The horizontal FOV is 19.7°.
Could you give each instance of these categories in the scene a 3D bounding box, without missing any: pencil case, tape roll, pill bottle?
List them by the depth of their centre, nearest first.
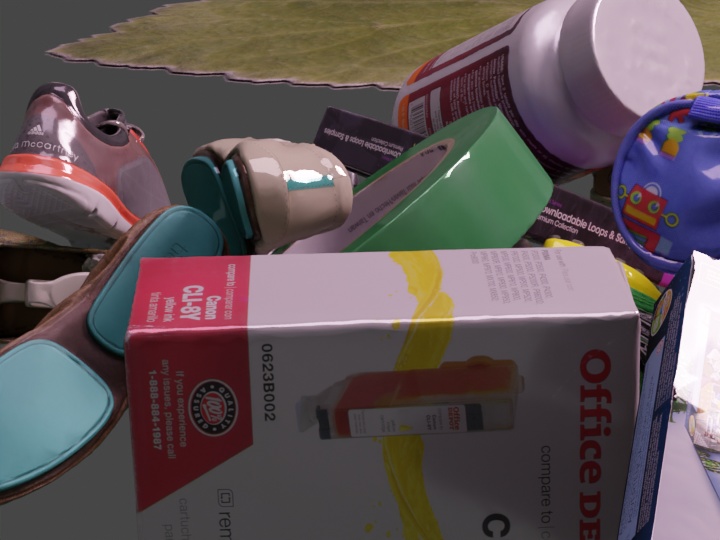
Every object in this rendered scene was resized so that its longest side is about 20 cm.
[{"bbox_3d":[0.181,-0.034,0.930,0.078,0.088,0.200,11,2,27],"label":"pencil case"},{"bbox_3d":[0.000,0.000,0.994,0.200,0.048,0.200,-37,8,6],"label":"tape roll"},{"bbox_3d":[0.116,-0.108,1.300,0.109,0.110,0.200,-16,-3,-36],"label":"pill bottle"}]

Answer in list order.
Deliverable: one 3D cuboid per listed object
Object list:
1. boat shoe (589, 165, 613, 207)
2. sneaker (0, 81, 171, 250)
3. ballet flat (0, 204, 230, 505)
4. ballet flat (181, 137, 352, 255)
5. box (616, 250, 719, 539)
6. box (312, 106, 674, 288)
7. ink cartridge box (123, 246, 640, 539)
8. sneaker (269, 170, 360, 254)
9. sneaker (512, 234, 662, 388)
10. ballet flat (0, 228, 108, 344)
[{"bbox_3d":[0.223,-0.051,1.280,0.199,0.077,0.071,15,24,39],"label":"boat shoe"},{"bbox_3d":[-0.135,-0.048,1.183,0.076,0.083,0.200,5,-16,19],"label":"sneaker"},{"bbox_3d":[-0.139,0.048,1.011,0.068,0.072,0.200,39,62,-1],"label":"ballet flat"},{"bbox_3d":[-0.045,-0.039,1.051,0.069,0.070,0.200,-6,5,-12],"label":"ballet flat"},{"bbox_3d":[0.192,0.088,0.727,0.199,0.038,0.137,21,49,-6],"label":"box"},{"bbox_3d":[0.087,-0.040,1.196,0.199,0.036,0.143,17,3,-41],"label":"box"},{"bbox_3d":[0.011,0.072,0.830,0.198,0.146,0.083,-2,19,-1],"label":"ink cartridge box"},{"bbox_3d":[-0.044,-0.006,1.155,0.075,0.089,0.200,6,20,17],"label":"sneaker"},{"bbox_3d":[0.148,0.055,0.954,0.199,0.078,0.085,16,33,2],"label":"sneaker"},{"bbox_3d":[-0.187,0.012,1.139,0.198,0.071,0.071,4,19,7],"label":"ballet flat"}]
